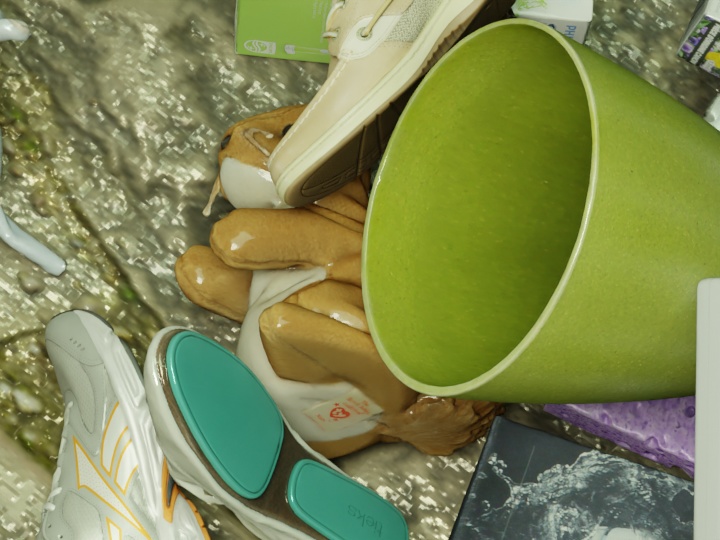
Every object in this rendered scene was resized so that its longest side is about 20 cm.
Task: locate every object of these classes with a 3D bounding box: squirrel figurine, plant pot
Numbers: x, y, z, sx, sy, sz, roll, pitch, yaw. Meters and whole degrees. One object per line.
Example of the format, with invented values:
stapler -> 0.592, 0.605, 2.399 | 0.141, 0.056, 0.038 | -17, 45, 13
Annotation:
squirrel figurine -> 0.000, 0.000, 1.532 | 0.200, 0.142, 0.187 | 8, 54, -16
plant pot -> 0.134, -0.008, 1.420 | 0.200, 0.187, 0.187 | 16, 61, -32

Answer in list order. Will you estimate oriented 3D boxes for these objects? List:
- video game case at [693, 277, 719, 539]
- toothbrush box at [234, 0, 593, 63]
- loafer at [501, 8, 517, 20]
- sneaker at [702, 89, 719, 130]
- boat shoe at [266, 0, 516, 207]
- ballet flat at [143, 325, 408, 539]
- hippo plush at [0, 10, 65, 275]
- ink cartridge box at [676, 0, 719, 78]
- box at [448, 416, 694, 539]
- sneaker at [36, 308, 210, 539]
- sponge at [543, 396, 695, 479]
video game case -> 0.227, 0.111, 1.381 | 0.182, 0.023, 0.200 | 8, 82, -42
toothbrush box -> 0.032, -0.196, 1.630 | 0.200, 0.086, 0.146 | 7, 66, -3
loafer -> 0.056, -0.127, 1.532 | 0.073, 0.071, 0.200 | -38, 99, 5
sneaker -> 0.243, -0.083, 1.600 | 0.085, 0.074, 0.200 | 32, 67, 9
boat shoe -> 0.013, -0.118, 1.468 | 0.065, 0.072, 0.200 | 39, 79, 11
ballet flat -> -0.057, 0.103, 1.449 | 0.200, 0.069, 0.070 | 43, 61, -33
hippo plush -> -0.258, -0.102, 1.523 | 0.159, 0.161, 0.200 | -12, 67, -10
ink cartridge box -> 0.286, -0.124, 1.573 | 0.200, 0.050, 0.109 | 27, 58, -2
box -> 0.125, 0.208, 1.438 | 0.200, 0.117, 0.197 | 18, 66, 5
sneaker -> -0.139, 0.115, 1.485 | 0.092, 0.076, 0.200 | -21, 68, -8
sponge -> 0.214, 0.069, 1.555 | 0.200, 0.030, 0.112 | 25, 67, 6
